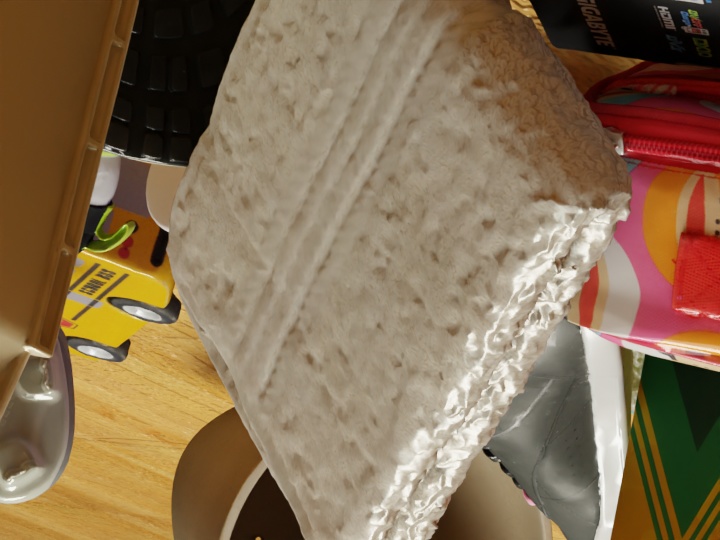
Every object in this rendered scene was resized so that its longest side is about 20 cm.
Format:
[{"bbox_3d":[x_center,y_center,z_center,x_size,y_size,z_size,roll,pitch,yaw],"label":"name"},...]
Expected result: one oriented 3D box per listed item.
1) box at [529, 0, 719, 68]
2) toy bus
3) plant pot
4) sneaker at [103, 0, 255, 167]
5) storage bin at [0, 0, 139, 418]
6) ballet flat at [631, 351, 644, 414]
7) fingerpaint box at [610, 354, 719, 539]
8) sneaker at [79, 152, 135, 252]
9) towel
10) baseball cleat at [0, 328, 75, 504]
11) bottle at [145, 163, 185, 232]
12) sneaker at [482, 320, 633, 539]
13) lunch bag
[{"bbox_3d":[0.121,-0.091,0.527,0.198,0.050,0.200,8,165,19],"label":"box"},{"bbox_3d":[-0.115,-0.013,1.025,0.078,0.065,0.200,19,165,-13],"label":"toy bus"},{"bbox_3d":[-0.026,0.138,1.295,0.187,0.188,0.200,22,178,-25],"label":"plant pot"},{"bbox_3d":[-0.048,-0.058,0.781,0.199,0.076,0.088,20,170,-17],"label":"sneaker"},{"bbox_3d":[-0.145,-0.081,0.544,0.093,0.199,0.200,1,160,31],"label":"storage bin"},{"bbox_3d":[0.100,0.009,0.901,0.072,0.072,0.200,4,163,38],"label":"ballet flat"},{"bbox_3d":[0.187,0.073,0.831,0.200,0.168,0.073,26,158,-35],"label":"fingerpaint box"},{"bbox_3d":[-0.180,-0.046,0.890,0.199,0.083,0.072,12,-168,9],"label":"sneaker"},{"bbox_3d":[0.004,-0.013,0.659,0.034,0.133,0.200,-15,152,-30],"label":"towel"},{"bbox_3d":[-0.166,0.002,0.972,0.069,0.201,0.106,-24,171,-5],"label":"baseball cleat"},{"bbox_3d":[0.000,0.000,0.920,0.065,0.084,0.200,3,162,40],"label":"bottle"},{"bbox_3d":[0.044,0.042,0.832,0.099,0.071,0.200,-4,147,8],"label":"sneaker"},{"bbox_3d":[0.150,-0.004,0.635,0.199,0.082,0.176,11,-167,18],"label":"lunch bag"}]
